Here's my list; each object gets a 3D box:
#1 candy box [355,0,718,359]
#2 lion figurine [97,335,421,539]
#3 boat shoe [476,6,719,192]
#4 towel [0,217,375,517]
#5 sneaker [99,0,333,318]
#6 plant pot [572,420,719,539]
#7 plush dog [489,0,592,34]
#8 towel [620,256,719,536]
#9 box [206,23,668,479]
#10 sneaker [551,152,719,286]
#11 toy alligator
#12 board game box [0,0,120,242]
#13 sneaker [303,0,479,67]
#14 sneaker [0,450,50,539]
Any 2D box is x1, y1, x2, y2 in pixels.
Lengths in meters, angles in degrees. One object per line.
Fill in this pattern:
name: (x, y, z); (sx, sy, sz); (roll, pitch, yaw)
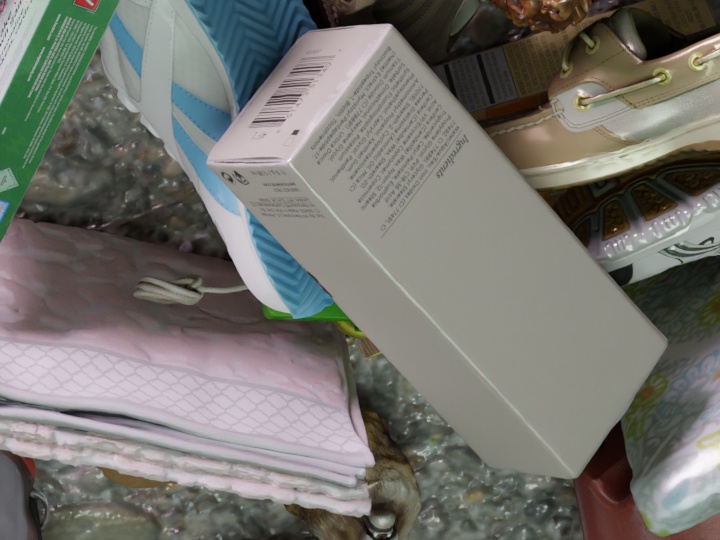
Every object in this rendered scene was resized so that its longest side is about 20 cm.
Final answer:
candy box: (0.078, -0.044, 1.347); (0.199, 0.055, 0.116); (-17, 125, 2)
lion figurine: (-0.065, 0.080, 1.414); (0.199, 0.073, 0.123); (11, 132, 0)
boat shoe: (0.122, -0.080, 1.246); (0.199, 0.074, 0.067); (-13, 101, 22)
towel: (-0.097, 0.034, 1.288); (0.199, 0.191, 0.032); (12, 113, -15)
sneaker: (-0.058, -0.075, 1.252); (0.076, 0.081, 0.201); (-26, 99, -37)
plant pot: (0.194, 0.146, 1.430); (0.200, 0.201, 0.196); (-16, 118, 2)
plush dog: (0.116, -0.178, 1.207); (0.171, 0.201, 0.161); (-3, 157, 3)
towel: (0.196, 0.027, 1.332); (0.171, 0.200, 0.048); (-33, 113, 16)
box: (0.034, -0.007, 1.223); (0.200, 0.068, 0.082); (49, 66, -25)
sneaker: (0.177, -0.031, 1.293); (0.200, 0.076, 0.088); (-28, 126, 9)
toy alligator: (0.000, 0.000, 1.303); (0.199, 0.059, 0.054); (9, 81, -12)
board game box: (-0.135, -0.113, 1.214); (0.029, 0.135, 0.200); (18, 121, -21)
sneaker: (0.011, -0.140, 1.227); (0.075, 0.071, 0.200); (-34, 164, -9)
sneaker: (-0.201, 0.096, 1.404); (0.077, 0.082, 0.200); (-3, 119, 45)
